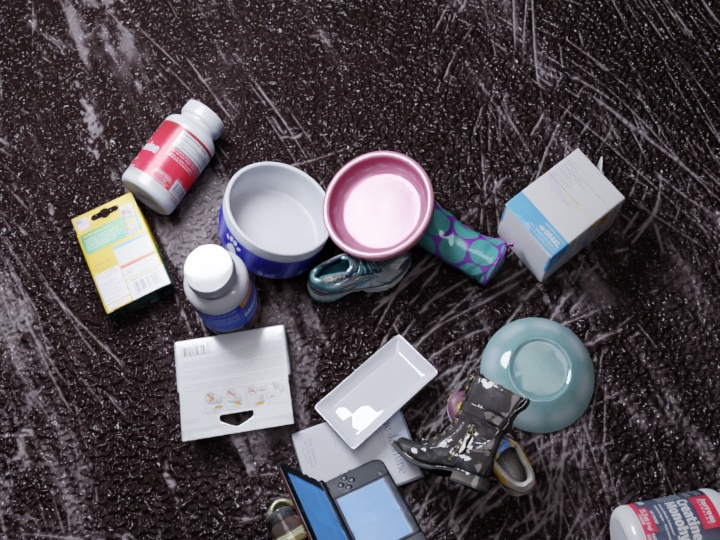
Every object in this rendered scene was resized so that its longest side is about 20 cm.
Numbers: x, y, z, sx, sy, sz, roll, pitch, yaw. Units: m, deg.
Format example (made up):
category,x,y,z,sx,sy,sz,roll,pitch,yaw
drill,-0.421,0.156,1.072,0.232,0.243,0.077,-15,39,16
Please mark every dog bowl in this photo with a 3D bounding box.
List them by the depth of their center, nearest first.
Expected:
category,x,y,z,sx,sy,sz,roll,pitch,yaw
dog bowl,-0.151,-0.089,1.540,0.196,0.079,0.203,12,53,-16

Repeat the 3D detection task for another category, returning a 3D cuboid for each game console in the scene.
category,x,y,z,sx,sy,sz,roll,pitch,yaw
game console,-0.009,0.361,1.320,0.170,0.120,0.201,-22,42,-12

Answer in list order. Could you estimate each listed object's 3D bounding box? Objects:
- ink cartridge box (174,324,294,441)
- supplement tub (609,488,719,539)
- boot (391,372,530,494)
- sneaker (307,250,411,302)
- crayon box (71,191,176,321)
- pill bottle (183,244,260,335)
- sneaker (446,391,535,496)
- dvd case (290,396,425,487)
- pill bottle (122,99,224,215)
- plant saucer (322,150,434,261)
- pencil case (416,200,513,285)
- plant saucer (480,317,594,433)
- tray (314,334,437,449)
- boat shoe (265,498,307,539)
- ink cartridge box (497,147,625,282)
category,x,y,z,sx,sy,sz,roll,pitch,yaw
ink cartridge box,-0.215,0.196,1.497,0.196,0.044,0.177,-9,70,-1
supplement tub,0.497,0.416,1.331,0.196,0.141,0.143,-11,69,-2
boot,0.160,0.248,1.396,0.197,0.069,0.177,15,78,32
sneaker,0.000,0.000,1.536,0.197,0.087,0.079,-21,70,-5
crayon box,-0.431,-0.026,1.584,0.124,0.052,0.202,-25,71,-7
pill bottle,-0.237,0.032,1.474,0.110,0.201,0.114,-1,69,2
sneaker,0.217,0.275,1.422,0.075,0.090,0.201,-37,73,-11
dvd case,-0.006,0.312,1.457,0.197,0.018,0.145,-18,69,-5
pill bottle,-0.343,-0.214,1.618,0.111,0.113,0.202,29,73,13
plant saucer,0.034,-0.108,1.512,0.196,0.051,0.204,-5,69,12
pencil case,0.166,-0.059,1.552,0.198,0.085,0.093,33,87,13
plant saucer,0.304,0.173,1.484,0.197,0.039,0.205,-1,70,3
tray,0.029,0.207,1.478,0.199,0.022,0.107,-39,59,-17
boat shoe,-0.112,0.382,1.335,0.071,0.201,0.067,-22,83,-8
ink cartridge box,0.361,-0.103,1.537,0.199,0.129,0.126,-36,72,-10
